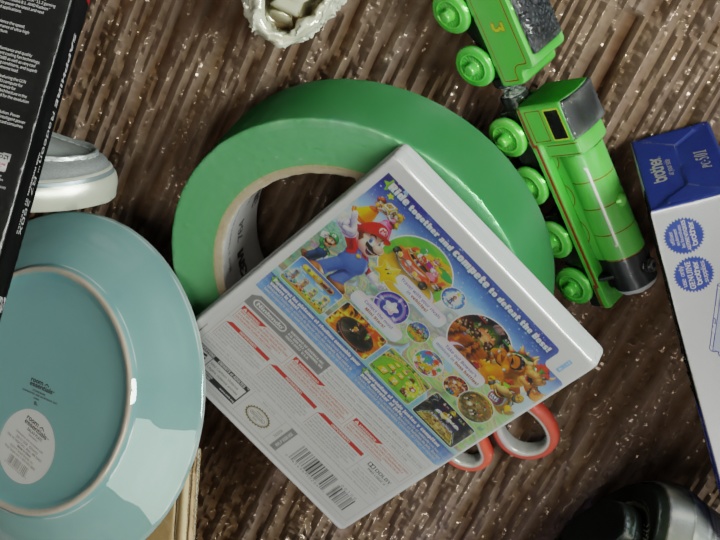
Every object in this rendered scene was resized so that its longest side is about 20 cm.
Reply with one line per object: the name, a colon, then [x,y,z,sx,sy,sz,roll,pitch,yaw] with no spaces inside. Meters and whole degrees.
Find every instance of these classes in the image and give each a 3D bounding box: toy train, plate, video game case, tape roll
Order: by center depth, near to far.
toy train: [0.098,-0.067,0.842,0.056,0.042,0.200,-4,121,47]
video game case: [0.006,0.041,0.862,0.143,0.018,0.200,46,128,-8]
tape roll: [0.000,0.000,0.879,0.200,0.048,0.201,12,125,18]
plate: [-0.171,0.066,0.919,0.200,0.026,0.201,-3,84,30]

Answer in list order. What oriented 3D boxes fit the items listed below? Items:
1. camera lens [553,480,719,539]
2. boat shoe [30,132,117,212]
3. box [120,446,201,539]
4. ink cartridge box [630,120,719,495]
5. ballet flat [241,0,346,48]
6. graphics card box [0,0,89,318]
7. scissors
camera lens: [0.187,0.225,0.917,0.200,0.160,0.160,37,118,-8]
boat shoe: [-0.227,-0.079,0.893,0.200,0.070,0.072,10,109,0]
box: [-0.180,0.166,0.949,0.200,0.021,0.164,5,93,32]
ink cartridge box: [0.184,0.035,0.853,0.044,0.094,0.200,-15,113,10]
ballet flat: [-0.001,-0.187,0.794,0.072,0.072,0.200,27,119,-3]
graphics card box: [-0.218,-0.080,0.842,0.125,0.051,0.200,14,83,-1]
scissors: [0.061,0.033,0.909,0.073,0.014,0.200,-2,127,18]
